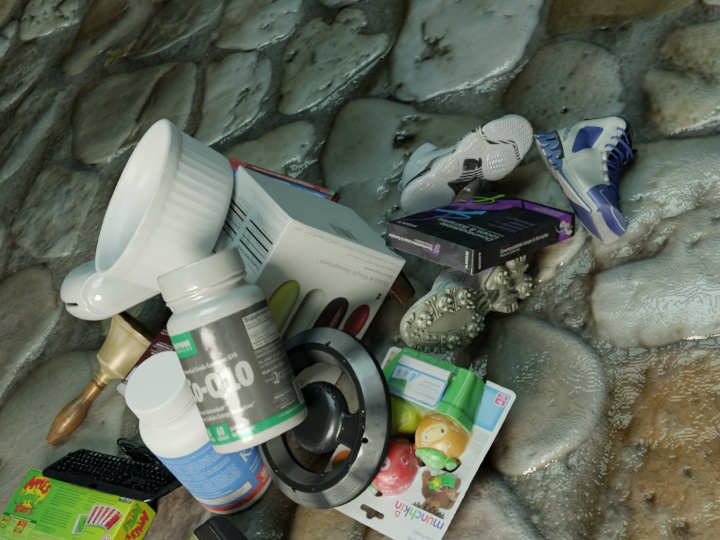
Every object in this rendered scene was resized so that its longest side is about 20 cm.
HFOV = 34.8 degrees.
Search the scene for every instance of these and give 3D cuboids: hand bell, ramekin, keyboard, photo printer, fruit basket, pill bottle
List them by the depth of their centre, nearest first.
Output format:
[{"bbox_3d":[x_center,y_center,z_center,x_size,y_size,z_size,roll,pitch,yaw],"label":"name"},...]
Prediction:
[{"bbox_3d":[-0.141,0.084,1.241,0.112,0.202,0.113,-21,3,1],"label":"pill bottle"},{"bbox_3d":[0.053,0.190,1.272,0.184,0.094,0.201,18,65,41],"label":"fruit basket"},{"bbox_3d":[-0.188,0.187,1.338,0.111,0.201,0.113,-16,44,17],"label":"pill bottle"},{"bbox_3d":[-0.234,-0.071,1.383,0.200,0.097,0.202,-44,33,40],"label":"ramekin"},{"bbox_3d":[-0.303,0.241,1.442,0.198,0.040,0.104,6,17,33],"label":"keyboard"},{"bbox_3d":[-0.303,0.002,1.534,0.198,0.070,0.166,-27,12,-19],"label":"photo printer"},{"bbox_3d":[-0.362,0.158,1.574,0.201,0.104,0.104,-50,43,-3],"label":"hand bell"}]

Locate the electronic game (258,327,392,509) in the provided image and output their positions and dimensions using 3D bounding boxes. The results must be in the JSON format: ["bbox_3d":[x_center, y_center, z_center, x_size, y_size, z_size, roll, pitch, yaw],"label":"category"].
[{"bbox_3d":[-0.045,0.165,1.289,0.198,0.041,0.203,-7,79,39],"label":"electronic game"}]

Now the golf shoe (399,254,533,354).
[{"bbox_3d":[0.112,0.037,1.377,0.199,0.079,0.097,-25,24,-31],"label":"golf shoe"}]

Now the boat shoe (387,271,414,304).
[{"bbox_3d":[0.000,0.000,1.504,0.074,0.076,0.200,-44,35,-5],"label":"boat shoe"}]

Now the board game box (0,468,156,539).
[{"bbox_3d":[-0.361,0.318,1.434,0.198,0.048,0.102,5,53,34],"label":"board game box"}]

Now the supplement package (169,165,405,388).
[{"bbox_3d":[-0.091,0.016,1.397,0.201,0.190,0.147,-60,41,14],"label":"supplement package"}]

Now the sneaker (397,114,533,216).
[{"bbox_3d":[0.131,-0.149,1.527,0.199,0.075,0.115,-35,22,5],"label":"sneaker"}]

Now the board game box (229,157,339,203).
[{"bbox_3d":[-0.132,-0.089,1.607,0.198,0.019,0.104,19,72,33],"label":"board game box"}]

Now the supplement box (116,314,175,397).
[{"bbox_3d":[-0.213,0.112,1.493,0.060,0.109,0.201,14,58,40],"label":"supplement box"}]

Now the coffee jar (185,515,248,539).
[{"bbox_3d":[-0.194,0.369,1.257,0.200,0.086,0.104,-43,40,-10],"label":"coffee jar"}]

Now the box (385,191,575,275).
[{"bbox_3d":[0.148,-0.050,1.402,0.199,0.037,0.142,-20,28,-41],"label":"box"}]

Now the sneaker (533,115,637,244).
[{"bbox_3d":[0.299,-0.135,1.435,0.114,0.081,0.200,-29,40,7],"label":"sneaker"}]
